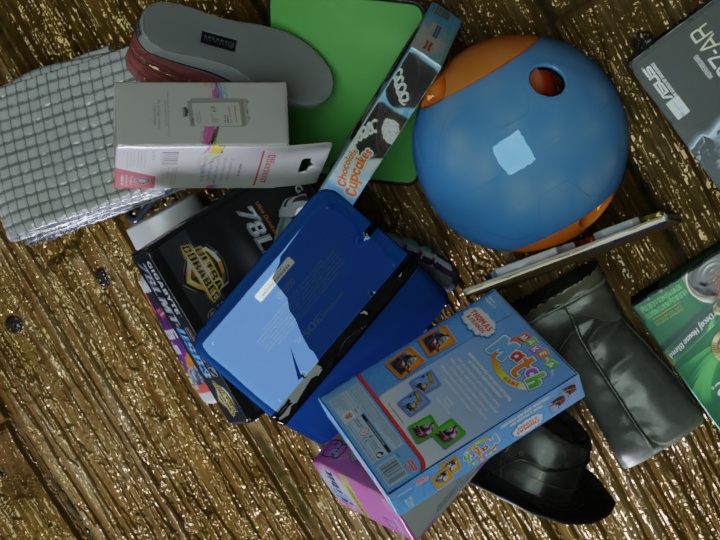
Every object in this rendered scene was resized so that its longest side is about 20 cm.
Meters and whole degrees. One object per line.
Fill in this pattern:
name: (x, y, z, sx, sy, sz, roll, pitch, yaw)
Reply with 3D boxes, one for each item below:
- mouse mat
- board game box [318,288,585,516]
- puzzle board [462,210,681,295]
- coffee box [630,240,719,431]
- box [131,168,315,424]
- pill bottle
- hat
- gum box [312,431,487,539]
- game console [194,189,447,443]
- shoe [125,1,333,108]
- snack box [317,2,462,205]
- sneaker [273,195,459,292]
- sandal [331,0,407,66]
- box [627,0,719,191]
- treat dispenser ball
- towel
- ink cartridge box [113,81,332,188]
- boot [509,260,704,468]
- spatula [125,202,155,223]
mouse mat: (-0.015, -0.180, 1.372, 0.160, 0.008, 0.201, 7, 121, 10)
board game box: (0.080, 0.115, 1.254, 0.200, 0.151, 0.037, -32, 130, -7)
puzzle board: (0.205, -0.019, 1.319, 0.199, 0.151, 0.017, -22, 84, 17)
coffee box: (0.374, 0.078, 1.361, 0.123, 0.044, 0.200, -34, 95, 18)
box: (-0.097, 0.017, 1.378, 0.050, 0.198, 0.201, -13, 109, 59)
pill bottle: (-0.160, 0.027, 1.431, 0.111, 0.111, 0.201, -25, 98, 18)
hat: (0.166, 0.170, 1.356, 0.200, 0.201, 0.081, 18, 104, 7)
gum box: (0.066, 0.149, 1.315, 0.113, 0.200, 0.066, 17, 145, 48)
game console: (-0.034, 0.048, 1.328, 0.171, 0.118, 0.200, 40, 89, -2)
shoe: (-0.131, -0.198, 1.353, 0.199, 0.091, 0.072, 17, 68, -16)
snack box: (0.024, -0.148, 1.308, 0.037, 0.116, 0.200, 31, 123, -5)
sneaker: (0.000, 0.000, 1.379, 0.199, 0.074, 0.088, 22, 79, -14)
sandal: (0.004, -0.300, 1.334, 0.075, 0.048, 0.201, -5, 112, 16)
box: (0.373, -0.165, 1.295, 0.160, 0.044, 0.200, -35, 95, 18)
treat dispenser ball: (0.147, -0.117, 1.276, 0.200, 0.201, 0.202, 3, 106, 12)
towel: (-0.285, -0.130, 1.418, 0.199, 0.086, 0.166, -17, 81, 12)
ink cartridge box: (-0.133, -0.127, 1.307, 0.199, 0.117, 0.068, -1, 74, -11)
boot: (0.224, 0.112, 1.399, 0.181, 0.073, 0.200, -28, 104, 20)
spatula: (-0.186, -0.123, 1.443, 0.057, 0.021, 0.200, 44, 112, 9)
